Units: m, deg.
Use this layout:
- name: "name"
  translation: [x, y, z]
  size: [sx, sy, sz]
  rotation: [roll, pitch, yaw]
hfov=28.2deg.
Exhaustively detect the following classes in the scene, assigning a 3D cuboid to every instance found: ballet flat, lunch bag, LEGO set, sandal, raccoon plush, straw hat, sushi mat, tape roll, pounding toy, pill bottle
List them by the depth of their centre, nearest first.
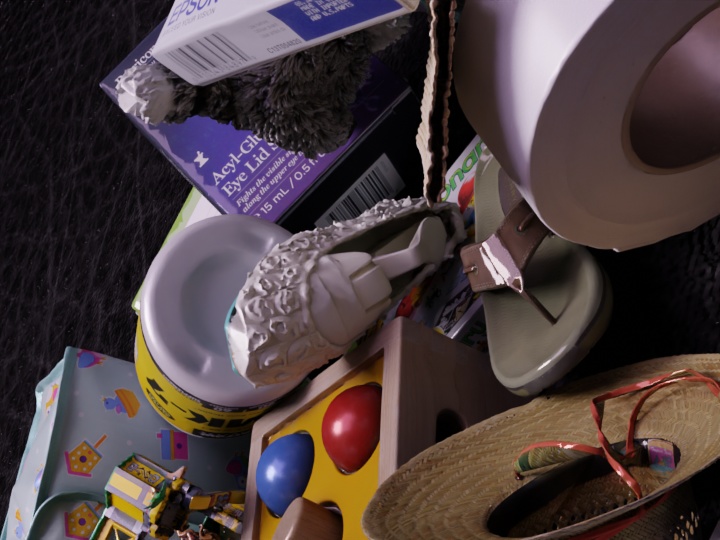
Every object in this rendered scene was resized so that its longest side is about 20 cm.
- name: "straw hat"
  translation: [0.107, 0.115, 0.640]
  size: [0.200, 0.200, 0.086]
  rotation: [-4, 109, 60]
- name: "tape roll"
  translation: [0.143, -0.104, 0.641]
  size: [0.203, 0.201, 0.071]
  rotation: [-52, 52, 25]
- name: "sushi mat"
  translation: [0.035, -0.092, 0.681]
  size: [0.200, 0.012, 0.097]
  rotation: [-83, -5, -78]
- name: "pounding toy"
  translation: [0.004, 0.144, 0.767]
  size: [0.184, 0.141, 0.202]
  rotation: [-38, 37, 43]
- name: "sandal"
  translation: [0.080, -0.011, 0.772]
  size: [0.080, 0.057, 0.202]
  rotation: [-44, 33, 26]
- name: "ballet flat"
  translation: [0.000, 0.000, 0.809]
  size: [0.072, 0.072, 0.200]
  rotation: [-42, -3, 38]
- name: "raccoon plush"
  translation: [-0.036, -0.141, 0.837]
  size: [0.135, 0.096, 0.200]
  rotation: [-59, -15, 25]
- name: "LEGO set"
  translation: [-0.088, 0.204, 0.862]
  size: [0.115, 0.200, 0.155]
  rotation: [23, 73, 26]
- name: "pill bottle"
  translation: [-0.087, 0.046, 0.919]
  size: [0.200, 0.113, 0.115]
  rotation: [123, 164, -72]
- name: "lunch bag"
  translation: [-0.162, 0.177, 1.014]
  size: [0.122, 0.169, 0.202]
  rotation: [-43, 34, 51]

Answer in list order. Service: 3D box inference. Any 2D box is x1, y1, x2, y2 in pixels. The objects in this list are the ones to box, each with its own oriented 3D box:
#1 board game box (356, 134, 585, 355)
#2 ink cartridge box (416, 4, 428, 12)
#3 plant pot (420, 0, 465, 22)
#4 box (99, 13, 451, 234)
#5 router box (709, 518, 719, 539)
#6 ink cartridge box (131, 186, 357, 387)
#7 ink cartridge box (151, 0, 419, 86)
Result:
- name: "board game box"
  translation: [0.068, -0.007, 0.890]
  size: [0.200, 0.034, 0.127]
  rotation: [-52, 30, 24]
- name: "ink cartridge box"
  translation: [0.038, -0.272, 1.009]
  size: [0.125, 0.199, 0.130]
  rotation: [14, 80, 45]
- name: "plant pot"
  translation: [0.129, -0.222, 0.804]
  size: [0.200, 0.198, 0.198]
  rotation: [29, 102, 63]
- name: "box"
  translation: [-0.060, -0.104, 1.001]
  size: [0.148, 0.104, 0.200]
  rotation: [-46, 59, -3]
- name: "router box"
  translation: [0.170, 0.195, 0.523]
  size: [0.202, 0.049, 0.179]
  rotation: [-65, 26, 1]
- name: "ink cartridge box"
  translation: [-0.055, 0.019, 1.070]
  size: [0.199, 0.076, 0.149]
  rotation: [35, 100, 29]
- name: "ink cartridge box"
  translation: [-0.013, -0.203, 0.729]
  size: [0.199, 0.040, 0.202]
  rotation: [-8, 56, 54]
